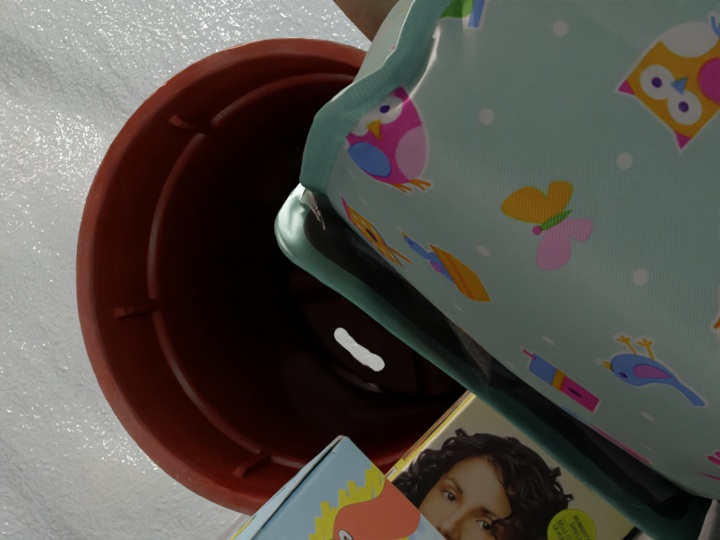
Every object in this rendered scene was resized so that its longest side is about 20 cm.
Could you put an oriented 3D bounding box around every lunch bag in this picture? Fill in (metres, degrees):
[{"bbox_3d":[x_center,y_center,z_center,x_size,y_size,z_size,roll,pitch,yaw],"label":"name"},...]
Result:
[{"bbox_3d":[0.070,-0.013,0.500,0.122,0.170,0.200,-54,2,-11],"label":"lunch bag"}]

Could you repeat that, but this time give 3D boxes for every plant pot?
[{"bbox_3d":[0.000,0.000,0.842,0.201,0.201,0.195,-45,-11,15],"label":"plant pot"}]

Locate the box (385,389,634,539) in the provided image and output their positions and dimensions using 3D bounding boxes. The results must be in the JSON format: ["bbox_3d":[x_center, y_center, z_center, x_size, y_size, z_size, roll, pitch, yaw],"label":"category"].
[{"bbox_3d":[0.068,0.063,0.626,0.200,0.075,0.050,-46,-2,-4],"label":"box"}]

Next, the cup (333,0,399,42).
[{"bbox_3d":[0.080,-0.146,0.823,0.198,0.144,0.202,-16,43,15],"label":"cup"}]

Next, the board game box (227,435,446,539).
[{"bbox_3d":[-0.043,0.151,0.469,0.105,0.103,0.200,-44,-1,-46],"label":"board game box"}]
